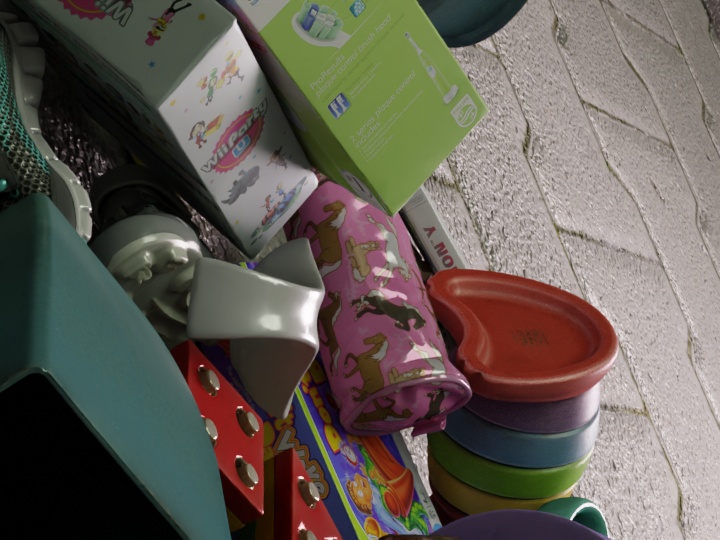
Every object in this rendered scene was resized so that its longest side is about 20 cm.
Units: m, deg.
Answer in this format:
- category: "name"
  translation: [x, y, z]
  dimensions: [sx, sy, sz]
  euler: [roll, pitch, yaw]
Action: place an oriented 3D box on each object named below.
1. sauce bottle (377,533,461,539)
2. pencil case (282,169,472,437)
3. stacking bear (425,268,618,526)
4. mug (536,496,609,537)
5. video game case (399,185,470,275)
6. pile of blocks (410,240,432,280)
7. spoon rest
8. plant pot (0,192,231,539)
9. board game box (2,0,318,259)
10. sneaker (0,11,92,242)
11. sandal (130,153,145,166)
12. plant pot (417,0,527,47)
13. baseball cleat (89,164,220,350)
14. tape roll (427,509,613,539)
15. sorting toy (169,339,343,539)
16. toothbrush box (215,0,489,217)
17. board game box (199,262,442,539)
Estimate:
- category: "sauce bottle"
  translation: [0.029, 0.240, 1.301]
  dimensions: [0.066, 0.066, 0.201]
  euler: [27, 64, -60]
- category: "pencil case"
  translation: [0.000, 0.000, 1.464]
  dimensions: [0.086, 0.083, 0.201]
  euler: [-1, 61, -35]
- category: "stacking bear"
  translation: [0.085, 0.116, 1.553]
  dimensions: [0.122, 0.113, 0.201]
  euler: [-113, -150, -54]
- category: "mug"
  translation: [0.106, 0.238, 1.469]
  dimensions: [0.114, 0.152, 0.185]
  euler: [29, 26, -54]
- category: "video game case"
  translation: [0.067, 0.010, 1.764]
  dimensions: [0.183, 0.023, 0.200]
  euler: [60, 0, -9]
- category: "pile of blocks"
  translation: [-0.002, 0.014, 1.618]
  dimensions: [0.082, 0.062, 0.200]
  euler: [50, 13, -14]
- category: "spoon rest"
  translation: [-0.044, 0.027, 1.313]
  dimensions: [0.200, 0.060, 0.100]
  euler: [33, 65, -81]
- category: "plant pot"
  translation: [-0.149, 0.066, 1.049]
  dimensions: [0.142, 0.141, 0.200]
  euler: [53, 14, -29]
- category: "board game box"
  translation: [-0.110, -0.106, 1.316]
  dimensions: [0.147, 0.064, 0.200]
  euler: [40, -8, 22]
- category: "sneaker"
  translation: [-0.192, -0.062, 1.202]
  dimensions: [0.091, 0.077, 0.201]
  euler: [35, 24, -47]
- category: "sandal"
  translation: [-0.099, -0.138, 1.515]
  dimensions: [0.079, 0.087, 0.201]
  euler: [39, 29, -47]
- category: "plant pot"
  translation: [-0.009, -0.249, 1.539]
  dimensions: [0.195, 0.200, 0.201]
  euler: [5, 56, -36]
- category: "baseball cleat"
  translation: [-0.121, -0.013, 1.314]
  dimensions: [0.107, 0.070, 0.200]
  euler: [57, -1, 15]
- category: "tape roll"
  translation: [0.093, 0.235, 1.353]
  dimensions: [0.085, 0.199, 0.201]
  euler: [30, 37, -59]
- category: "sorting toy"
  translation: [-0.064, 0.153, 1.249]
  dimensions: [0.199, 0.069, 0.201]
  euler: [51, 22, -33]
- category: "toothbrush box"
  translation: [-0.041, -0.140, 1.332]
  dimensions: [0.145, 0.086, 0.200]
  euler: [33, -15, 44]
- category: "board game box"
  translation: [-0.023, 0.094, 1.470]
  dimensions: [0.201, 0.045, 0.134]
  euler: [66, 19, 8]
